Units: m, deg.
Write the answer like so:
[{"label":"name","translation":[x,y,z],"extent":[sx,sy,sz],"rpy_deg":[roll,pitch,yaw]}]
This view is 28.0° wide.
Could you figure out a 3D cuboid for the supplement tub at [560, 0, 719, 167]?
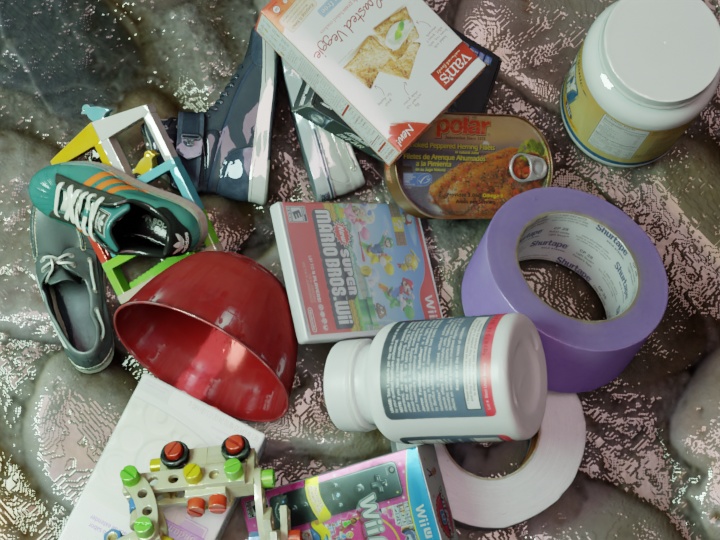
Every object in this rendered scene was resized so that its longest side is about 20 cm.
[{"label":"supplement tub","translation":[0.295,-0.203,1.520],"extent":[0.143,0.200,0.147],"rpy_deg":[1,77,-2]}]

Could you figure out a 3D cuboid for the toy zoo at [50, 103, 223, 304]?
[{"label":"toy zoo","translation":[-0.242,-0.083,1.515],"extent":[0.130,0.020,0.202],"rpy_deg":[-27,90,19]}]

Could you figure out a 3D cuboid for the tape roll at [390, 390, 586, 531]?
[{"label":"tape roll","translation":[0.131,0.167,1.500],"extent":[0.197,0.066,0.203],"rpy_deg":[0,78,-2]}]

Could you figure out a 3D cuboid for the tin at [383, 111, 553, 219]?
[{"label":"tin","translation":[0.115,-0.111,1.536],"extent":[0.198,0.042,0.114],"rpy_deg":[0,92,-28]}]

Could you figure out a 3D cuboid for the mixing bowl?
[{"label":"mixing bowl","translation":[-0.137,0.053,1.461],"extent":[0.198,0.201,0.109],"rpy_deg":[27,62,4]}]

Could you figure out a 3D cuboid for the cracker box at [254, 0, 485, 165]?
[{"label":"cracker box","translation":[0.010,-0.226,1.458],"extent":[0.200,0.058,0.134],"rpy_deg":[45,75,-2]}]

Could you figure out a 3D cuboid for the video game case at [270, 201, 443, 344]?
[{"label":"video game case","translation":[0.000,0.000,1.495],"extent":[0.198,0.017,0.145],"rpy_deg":[-2,74,-44]}]

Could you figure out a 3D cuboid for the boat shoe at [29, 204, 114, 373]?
[{"label":"boat shoe","translation":[-0.304,0.006,1.518],"extent":[0.072,0.062,0.202],"rpy_deg":[-16,78,-4]}]

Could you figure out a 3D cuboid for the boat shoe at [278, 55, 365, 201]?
[{"label":"boat shoe","translation":[-0.033,-0.182,1.566],"extent":[0.085,0.075,0.204],"rpy_deg":[-15,82,-6]}]

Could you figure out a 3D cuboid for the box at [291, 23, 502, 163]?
[{"label":"box","translation":[0.042,-0.199,1.545],"extent":[0.199,0.043,0.162],"rpy_deg":[28,75,-25]}]

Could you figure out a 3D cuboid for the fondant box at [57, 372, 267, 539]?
[{"label":"fondant box","translation":[-0.201,0.228,1.476],"extent":[0.143,0.058,0.202],"rpy_deg":[26,79,3]}]

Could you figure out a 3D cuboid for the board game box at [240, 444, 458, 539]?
[{"label":"board game box","translation":[-0.006,0.269,1.437],"extent":[0.198,0.064,0.149],"rpy_deg":[-19,79,17]}]

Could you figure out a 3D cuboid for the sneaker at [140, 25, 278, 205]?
[{"label":"sneaker","translation":[-0.161,-0.178,1.559],"extent":[0.144,0.077,0.205],"rpy_deg":[6,75,-1]}]

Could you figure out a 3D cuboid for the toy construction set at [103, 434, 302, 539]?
[{"label":"toy construction set","translation":[-0.153,0.232,1.396],"extent":[0.197,0.093,0.132],"rpy_deg":[3,48,-5]}]

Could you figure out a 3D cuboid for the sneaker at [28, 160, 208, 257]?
[{"label":"sneaker","translation":[-0.257,-0.061,1.468],"extent":[0.198,0.080,0.072],"rpy_deg":[15,107,14]}]

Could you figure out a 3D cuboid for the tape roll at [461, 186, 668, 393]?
[{"label":"tape roll","translation":[0.209,0.018,1.488],"extent":[0.197,0.085,0.202],"rpy_deg":[10,53,-13]}]

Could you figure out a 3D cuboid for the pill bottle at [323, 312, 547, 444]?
[{"label":"pill bottle","translation":[0.070,0.107,1.400],"extent":[0.198,0.119,0.121],"rpy_deg":[-5,76,26]}]
